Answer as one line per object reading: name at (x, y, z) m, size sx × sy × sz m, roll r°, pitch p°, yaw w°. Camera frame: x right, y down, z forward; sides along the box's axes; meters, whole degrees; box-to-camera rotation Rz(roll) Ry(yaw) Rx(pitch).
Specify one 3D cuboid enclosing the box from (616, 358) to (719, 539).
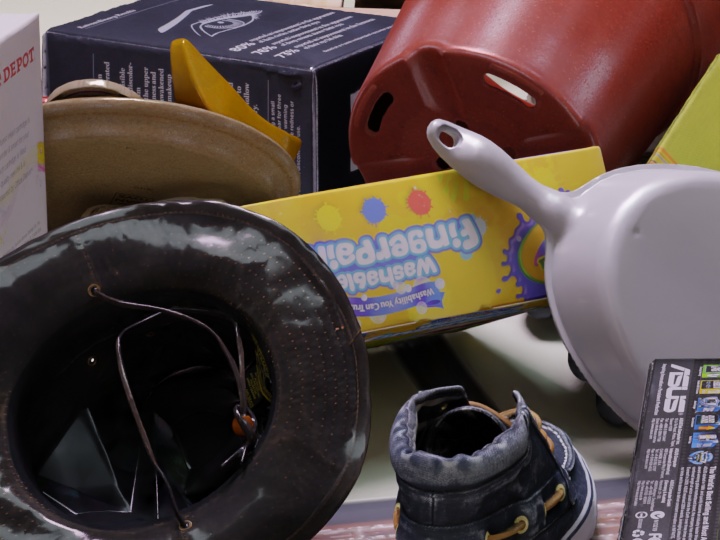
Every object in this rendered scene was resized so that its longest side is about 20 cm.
box at (0.203, 0.100, 1.071) m, size 0.193 × 0.048 × 0.200 m, roll 1°, pitch 29°, yaw 11°

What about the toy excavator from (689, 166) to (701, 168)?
toy excavator at (0.214, -0.022, 1.378) m, size 0.200 × 0.100 × 0.194 m, roll -26°, pitch -18°, yaw -9°

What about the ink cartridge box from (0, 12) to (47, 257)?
ink cartridge box at (-0.235, -0.047, 1.341) m, size 0.125 × 0.200 × 0.129 m, roll 4°, pitch 18°, yaw 11°

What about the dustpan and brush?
dustpan and brush at (0.118, -0.012, 1.242) m, size 0.200 × 0.140 × 0.057 m, roll 36°, pitch -18°, yaw -18°

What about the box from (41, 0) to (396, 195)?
box at (-0.075, -0.103, 1.660) m, size 0.200 × 0.104 × 0.148 m, roll 10°, pitch 20°, yaw 29°

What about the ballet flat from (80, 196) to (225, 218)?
ballet flat at (-0.056, -0.008, 1.435) m, size 0.200 × 0.062 × 0.067 m, roll -1°, pitch 37°, yaw 1°

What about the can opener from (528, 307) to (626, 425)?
can opener at (0.115, 0.030, 1.371) m, size 0.067 × 0.053 × 0.200 m, roll -30°, pitch 13°, yaw 14°

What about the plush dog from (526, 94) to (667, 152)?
plush dog at (0.159, -0.164, 1.722) m, size 0.160 × 0.172 × 0.200 m, roll -17°, pitch 21°, yaw -41°

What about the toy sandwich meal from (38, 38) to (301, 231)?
toy sandwich meal at (-0.121, -0.066, 1.471) m, size 0.205 × 0.070 × 0.205 m, roll 2°, pitch -23°, yaw 1°

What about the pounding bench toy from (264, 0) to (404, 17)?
pounding bench toy at (0.030, -0.207, 1.874) m, size 0.200 × 0.156 × 0.124 m, roll 3°, pitch -14°, yaw 8°

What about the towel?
towel at (0.195, -0.045, 1.475) m, size 0.018 × 0.086 × 0.200 m, roll -34°, pitch 11°, yaw 37°

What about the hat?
hat at (-0.093, 0.068, 1.158) m, size 0.200 × 0.201 × 0.081 m, roll 0°, pitch -22°, yaw 2°

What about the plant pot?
plant pot at (0.096, -0.112, 1.540) m, size 0.201 × 0.201 × 0.195 m, roll 7°, pitch 39°, yaw 21°

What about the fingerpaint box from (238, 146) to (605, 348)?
fingerpaint box at (0.000, 0.000, 1.304) m, size 0.200 × 0.073 × 0.167 m, roll -11°, pitch -4°, yaw -27°

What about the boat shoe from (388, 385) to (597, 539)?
boat shoe at (0.058, 0.082, 1.122) m, size 0.071 × 0.091 × 0.200 m, roll 4°, pitch 19°, yaw 13°
